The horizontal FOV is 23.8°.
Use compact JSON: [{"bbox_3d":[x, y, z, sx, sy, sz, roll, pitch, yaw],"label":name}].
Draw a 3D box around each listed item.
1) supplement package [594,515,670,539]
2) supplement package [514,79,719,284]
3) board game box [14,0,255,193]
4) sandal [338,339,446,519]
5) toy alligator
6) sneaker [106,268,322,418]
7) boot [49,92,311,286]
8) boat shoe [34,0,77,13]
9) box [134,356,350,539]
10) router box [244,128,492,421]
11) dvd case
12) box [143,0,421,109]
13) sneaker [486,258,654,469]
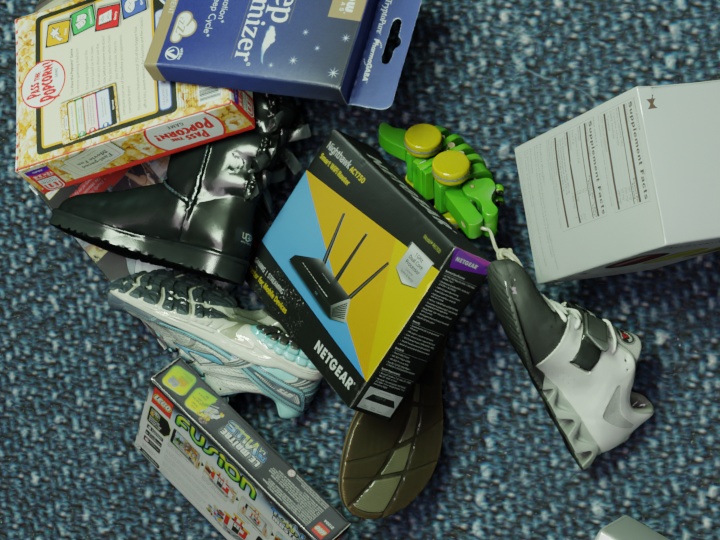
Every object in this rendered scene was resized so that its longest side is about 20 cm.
[{"bbox_3d":[0.246,0.284,1.259,0.199,0.117,0.117,30,99,18],"label":"supplement package"},{"bbox_3d":[0.207,-0.062,1.228,0.113,0.200,0.110,-8,85,-19],"label":"supplement package"},{"bbox_3d":[-0.189,-0.164,1.401,0.199,0.046,0.152,-15,63,19],"label":"board game box"},{"bbox_3d":[0.023,0.101,1.374,0.081,0.055,0.201,11,76,-21],"label":"sandal"},{"bbox_3d":[0.086,-0.064,1.346,0.054,0.060,0.200,-26,50,-20],"label":"toy alligator"},{"bbox_3d":[-0.124,0.065,1.412,0.199,0.078,0.087,21,112,9],"label":"sneaker"},{"bbox_3d":[-0.149,-0.085,1.414,0.197,0.073,0.163,14,83,24],"label":"boot"},{"bbox_3d":[-0.192,-0.257,1.467,0.199,0.074,0.074,-18,57,22],"label":"boat shoe"},{"bbox_3d":[-0.100,0.174,1.397,0.200,0.035,0.110,43,144,16],"label":"box"},{"bbox_3d":[0.000,0.000,1.341,0.150,0.051,0.200,-57,42,12],"label":"router box"},{"bbox_3d":[-0.178,-0.053,1.473,0.146,0.022,0.200,-45,74,13],"label":"dvd case"},{"bbox_3d":[-0.058,-0.194,1.321,0.199,0.032,0.122,9,69,17],"label":"box"},{"bbox_3d":[0.161,0.054,1.287,0.088,0.200,0.074,-30,35,3],"label":"sneaker"}]
